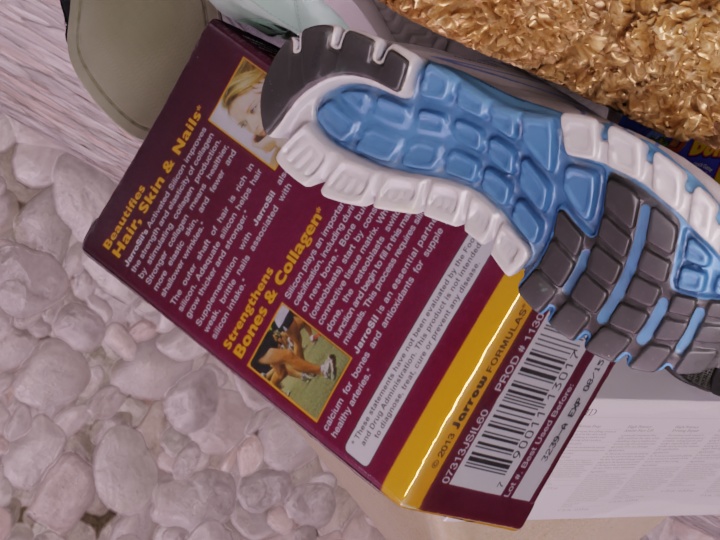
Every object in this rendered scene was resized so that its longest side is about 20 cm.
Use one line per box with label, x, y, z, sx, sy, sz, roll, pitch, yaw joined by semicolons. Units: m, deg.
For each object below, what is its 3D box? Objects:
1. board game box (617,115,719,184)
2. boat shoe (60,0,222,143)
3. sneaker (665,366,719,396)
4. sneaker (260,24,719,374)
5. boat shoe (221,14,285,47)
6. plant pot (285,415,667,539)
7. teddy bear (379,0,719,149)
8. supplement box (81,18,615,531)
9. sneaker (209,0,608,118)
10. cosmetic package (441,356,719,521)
board game box;0.206;-0.009;1.094;0.134;0.045;0.200;32;174;-33
boat shoe;-0.101;-0.119;1.202;0.200;0.074;0.066;55;-177;36
sneaker;0.135;0.013;1.019;0.114;0.076;0.199;24;-178;-20
sneaker;0.067;-0.034;0.915;0.200;0.075;0.087;32;-156;24
boat shoe;0.012;-0.108;1.142;0.201;0.070;0.072;31;153;31
plant pot;0.060;0.023;1.242;0.200;0.200;0.177;49;174;30
teddy bear;0.097;-0.086;0.906;0.199;0.067;0.145;23;-174;-15
supplement box;0.000;0.000;1.031;0.200;0.111;0.086;37;-169;36
sneaker;0.009;-0.105;1.042;0.200;0.074;0.118;38;169;3
cosmetic package;0.123;0.064;1.148;0.199;0.083;0.051;3;-132;-37
